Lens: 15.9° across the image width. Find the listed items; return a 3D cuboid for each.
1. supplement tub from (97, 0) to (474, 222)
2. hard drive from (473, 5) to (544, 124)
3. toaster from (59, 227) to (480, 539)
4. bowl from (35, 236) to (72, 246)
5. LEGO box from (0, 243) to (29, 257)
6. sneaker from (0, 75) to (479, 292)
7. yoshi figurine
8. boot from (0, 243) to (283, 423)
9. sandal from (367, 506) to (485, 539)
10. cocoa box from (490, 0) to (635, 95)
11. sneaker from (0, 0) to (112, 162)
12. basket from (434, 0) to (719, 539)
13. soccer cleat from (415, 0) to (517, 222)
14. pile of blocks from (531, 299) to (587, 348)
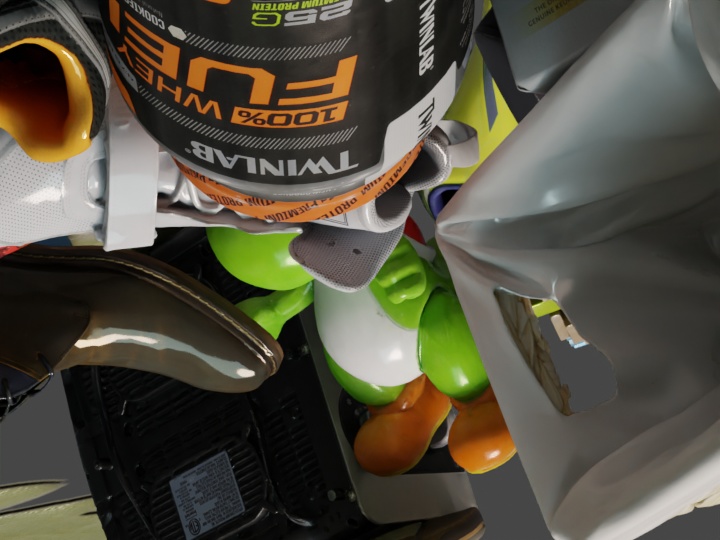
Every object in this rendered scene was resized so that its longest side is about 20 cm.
[{"bbox_3d":[-0.024,-0.105,0.793,0.122,0.123,0.200,-15,152,-6],"label":"supplement tub"},{"bbox_3d":[0.128,-0.065,1.008,0.042,0.135,0.200,8,146,50],"label":"hard drive"},{"bbox_3d":[-0.053,0.075,1.281,0.200,0.182,0.118,-31,160,36],"label":"toaster"},{"bbox_3d":[-0.222,0.027,1.210,0.199,0.040,0.201,-16,163,-5],"label":"bowl"},{"bbox_3d":[-0.227,-0.038,0.937,0.148,0.078,0.200,-25,161,22],"label":"LEGO box"},{"bbox_3d":[-0.055,-0.040,0.911,0.199,0.115,0.076,-23,133,-31],"label":"sneaker"},{"bbox_3d":[-0.010,0.010,1.110,0.112,0.201,0.112,-32,-155,-3],"label":"yoshi figurine"},{"bbox_3d":[-0.135,0.037,1.079,0.199,0.097,0.075,20,153,-8],"label":"boot"},{"bbox_3d":[0.021,0.155,1.215,0.081,0.055,0.200,-19,165,-10],"label":"sandal"},{"bbox_3d":[0.141,-0.154,0.837,0.199,0.132,0.133,-30,159,36],"label":"cocoa box"},{"bbox_3d":[-0.147,-0.096,0.806,0.078,0.078,0.199,-28,147,37],"label":"sneaker"},{"bbox_3d":[0.131,-0.008,0.835,0.123,0.136,0.200,-13,163,-28],"label":"basket"},{"bbox_3d":[0.073,-0.076,1.093,0.064,0.084,0.200,-6,160,-22],"label":"soccer cleat"},{"bbox_3d":[0.094,0.012,1.398,0.062,0.083,0.200,-20,163,9],"label":"pile of blocks"}]
